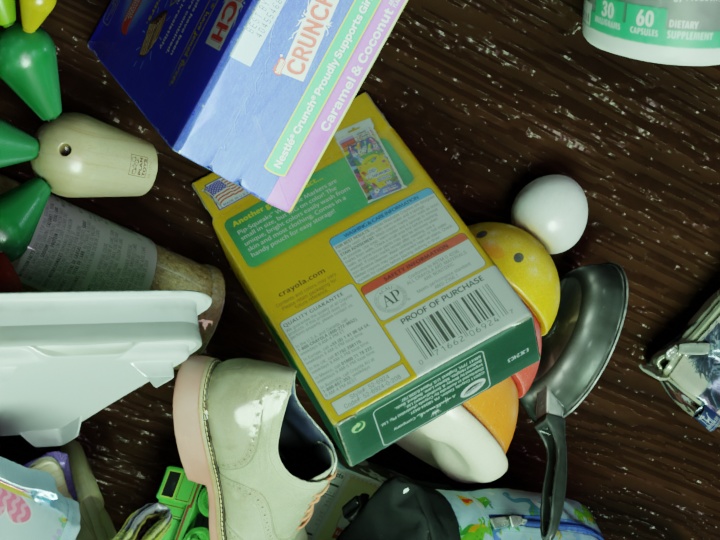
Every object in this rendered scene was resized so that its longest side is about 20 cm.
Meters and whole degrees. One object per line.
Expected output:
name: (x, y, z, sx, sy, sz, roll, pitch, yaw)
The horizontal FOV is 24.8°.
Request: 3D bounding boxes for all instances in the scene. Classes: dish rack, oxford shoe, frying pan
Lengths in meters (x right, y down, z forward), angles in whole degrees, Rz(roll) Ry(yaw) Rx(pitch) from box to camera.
dish rack: (-0.187, 0.060, 0.884, 0.171, 0.200, 0.044, 1, 70, -36)
oxford shoe: (-0.047, 0.130, 0.933, 0.073, 0.071, 0.201, -3, 134, 15)
frying pan: (0.119, 0.078, 1.044, 0.031, 0.115, 0.191, 27, 76, -15)

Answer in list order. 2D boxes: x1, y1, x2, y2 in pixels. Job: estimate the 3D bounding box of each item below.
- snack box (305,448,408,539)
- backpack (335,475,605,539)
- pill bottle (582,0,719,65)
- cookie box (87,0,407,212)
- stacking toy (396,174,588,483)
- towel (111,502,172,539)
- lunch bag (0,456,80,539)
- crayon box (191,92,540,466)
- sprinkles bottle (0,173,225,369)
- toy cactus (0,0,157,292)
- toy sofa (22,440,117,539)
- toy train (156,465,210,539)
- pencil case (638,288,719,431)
snack box: (-0.013, 0.185, 1.097, 0.199, 0.037, 0.117, 25, 100, -28)
backpack: (0.078, 0.209, 1.041, 0.199, 0.154, 0.163, -3, 137, -49)
pill bottle: (0.193, -0.230, 0.962, 0.112, 0.113, 0.201, -6, 113, -19)
cookie box: (-0.054, -0.147, 0.849, 0.075, 0.200, 0.172, 25, 101, -28)
stacking toy: (0.075, 0.018, 1.032, 0.146, 0.146, 0.200, 44, 73, -30)
towel: (-0.176, 0.223, 0.907, 0.023, 0.144, 0.200, 35, 111, 2)
lunch bag: (-0.261, 0.162, 0.855, 0.169, 0.127, 0.201, 26, 108, -23)
crayon box: (0.000, 0.000, 0.954, 0.125, 0.200, 0.052, -28, 144, -8)
sprinkles bottle: (-0.175, -0.008, 0.936, 0.199, 0.068, 0.069, 25, 101, -28)
toy cactus: (-0.177, -0.070, 0.852, 0.164, 0.102, 0.201, 8, 77, -40)
toy sofa: (-0.245, 0.174, 0.977, 0.199, 0.083, 0.098, -28, 113, -8)
toy train: (-0.099, 0.149, 0.992, 0.042, 0.056, 0.201, 50, 54, -55)
pencil case: (0.280, 0.015, 1.117, 0.200, 0.078, 0.089, -54, 139, 6)
